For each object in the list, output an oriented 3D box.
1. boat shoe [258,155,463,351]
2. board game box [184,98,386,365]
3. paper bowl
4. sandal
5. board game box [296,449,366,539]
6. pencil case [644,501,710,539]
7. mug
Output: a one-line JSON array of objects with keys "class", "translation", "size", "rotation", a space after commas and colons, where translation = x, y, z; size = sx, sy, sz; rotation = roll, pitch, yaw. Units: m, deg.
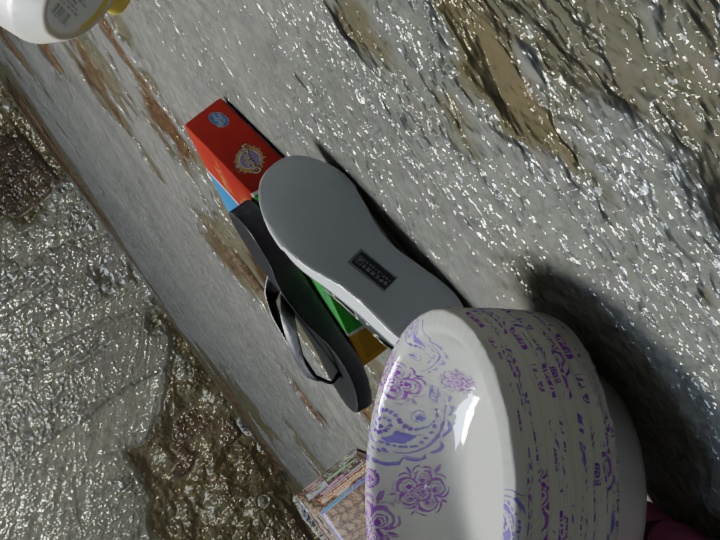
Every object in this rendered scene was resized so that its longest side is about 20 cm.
[{"class": "boat shoe", "translation": [0.000, 0.000, 1.079], "size": [0.200, 0.068, 0.057], "rotation": [46, 167, 28]}, {"class": "board game box", "translation": [-0.057, -0.032, 1.285], "size": [0.200, 0.040, 0.154], "rotation": [45, 166, 40]}, {"class": "paper bowl", "translation": [0.083, 0.122, 0.861], "size": [0.200, 0.103, 0.203], "rotation": [-176, 90, -69]}, {"class": "sandal", "translation": [-0.055, 0.034, 1.259], "size": [0.201, 0.043, 0.076], "rotation": [58, 168, -21]}, {"class": "board game box", "translation": [0.020, 0.313, 1.868], "size": [0.160, 0.096, 0.200], "rotation": [54, 169, -5]}, {"class": "pencil case", "translation": [0.182, 0.195, 0.860], "size": [0.094, 0.091, 0.200], "rotation": [53, 173, -23]}, {"class": "mug", "translation": [-0.261, -0.269, 1.272], "size": [0.153, 0.186, 0.150], "rotation": [39, 132, 22]}]
